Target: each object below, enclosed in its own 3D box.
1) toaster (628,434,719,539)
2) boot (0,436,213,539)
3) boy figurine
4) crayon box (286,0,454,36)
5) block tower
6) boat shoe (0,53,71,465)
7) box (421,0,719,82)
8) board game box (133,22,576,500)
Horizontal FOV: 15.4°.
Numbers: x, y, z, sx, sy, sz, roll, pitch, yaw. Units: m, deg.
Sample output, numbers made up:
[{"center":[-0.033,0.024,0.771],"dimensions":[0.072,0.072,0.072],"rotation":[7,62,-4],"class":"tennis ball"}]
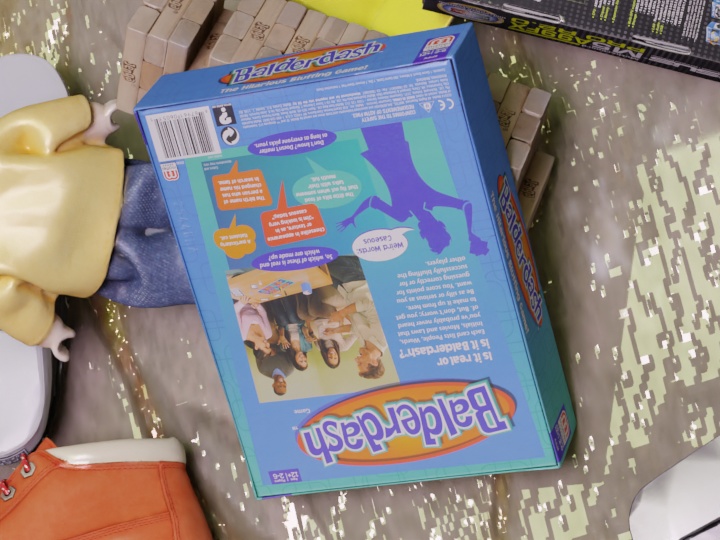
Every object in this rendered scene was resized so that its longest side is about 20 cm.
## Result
[{"center":[0.225,0.126,1.093],"dimensions":[0.180,0.119,0.201],"rotation":[-29,71,14],"class":"toaster"},{"center":[-0.167,0.137,1.256],"dimensions":[0.198,0.075,0.108],"rotation":[-9,74,-6],"class":"boot"},{"center":[-0.147,-0.021,1.247],"dimensions":[0.198,0.064,0.125],"rotation":[6,97,-9],"class":"boy figurine"},{"center":[-0.014,-0.187,1.280],"dimensions":[0.199,0.051,0.127],"rotation":[32,93,22],"class":"crayon box"},{"center":[-0.008,-0.076,1.219],"dimensions":[0.199,0.058,0.054],"rotation":[21,48,6],"class":"block tower"},{"center":[-0.173,-0.004,1.308],"dimensions":[0.068,0.057,0.202],"rotation":[3,82,5],"class":"boat shoe"},{"center":[0.127,-0.198,1.201],"dimensions":[0.159,0.044,0.201],"rotation":[13,85,1],"class":"box"},{"center":[0.000,0.000,1.190],"dimensions":[0.151,0.045,0.201],"rotation":[-7,113,20],"class":"board game box"}]
